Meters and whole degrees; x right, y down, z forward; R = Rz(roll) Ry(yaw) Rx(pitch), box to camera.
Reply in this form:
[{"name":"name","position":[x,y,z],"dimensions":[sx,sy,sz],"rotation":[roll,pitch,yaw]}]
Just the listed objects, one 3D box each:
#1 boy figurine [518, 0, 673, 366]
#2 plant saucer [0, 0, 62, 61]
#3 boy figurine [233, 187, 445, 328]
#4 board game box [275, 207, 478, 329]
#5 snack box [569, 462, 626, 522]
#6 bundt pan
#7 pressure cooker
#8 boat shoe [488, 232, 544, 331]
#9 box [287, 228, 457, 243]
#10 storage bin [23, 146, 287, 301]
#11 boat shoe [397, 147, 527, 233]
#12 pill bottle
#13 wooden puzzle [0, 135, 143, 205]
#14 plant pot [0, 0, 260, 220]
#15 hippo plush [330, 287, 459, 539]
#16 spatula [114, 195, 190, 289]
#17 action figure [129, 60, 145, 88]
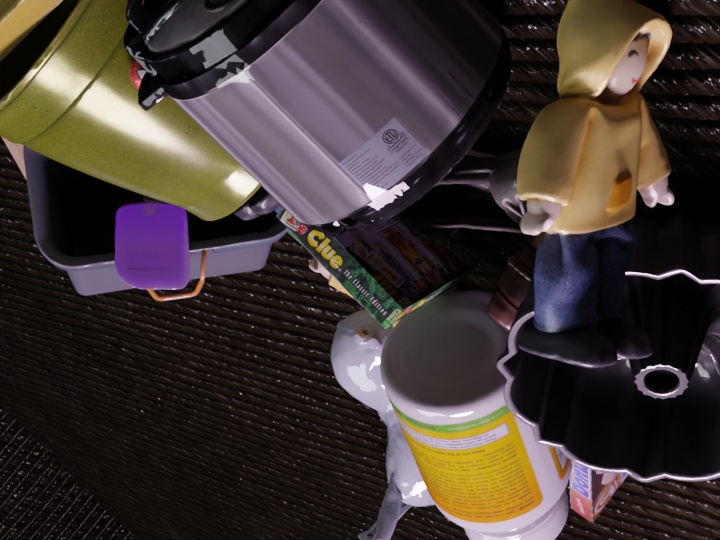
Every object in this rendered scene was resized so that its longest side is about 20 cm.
[{"name":"boy figurine","position":[0.134,-0.053,1.229],"dimensions":[0.064,0.201,0.124],"rotation":[14,-168,42]},{"name":"plant saucer","position":[-0.247,-0.225,1.514],"dimensions":[0.048,0.201,0.200],"rotation":[12,154,-31]},{"name":"boy figurine","position":[0.000,0.000,1.639],"dimensions":[0.200,0.064,0.124],"rotation":[45,161,-15]},{"name":"board game box","position":[0.015,-0.019,1.531],"dimensions":[0.105,0.023,0.200],"rotation":[43,-162,6]},{"name":"snack box","position":[0.187,0.125,1.700],"dimensions":[0.024,0.072,0.200],"rotation":[31,161,19]},{"name":"bundt pan","position":[0.187,0.040,1.377],"dimensions":[0.201,0.076,0.202],"rotation":[5,139,5]},{"name":"pressure cooker","position":[-0.029,-0.143,1.306],"dimensions":[0.200,0.176,0.178],"rotation":[43,159,-24]},{"name":"boat shoe","position":[0.139,0.034,1.508],"dimensions":[0.070,0.070,0.200],"rotation":[38,-179,33]},{"name":"box","position":[-0.004,-0.039,1.731],"dimensions":[0.117,0.048,0.200],"rotation":[41,164,-3]},{"name":"storage bin","position":[-0.151,-0.040,1.739],"dimensions":[0.134,0.199,0.146],"rotation":[97,164,-70]},{"name":"boat shoe","position":[0.093,-0.046,1.490],"dimensions":[0.067,0.057,0.200],"rotation":[48,161,-27]},{"name":"pill bottle","position":[0.091,0.118,1.610],"dimensions":[0.111,0.111,0.200],"rotation":[26,152,36]},{"name":"wooden puzzle","position":[-0.179,-0.104,1.788],"dimensions":[0.200,0.184,0.046],"rotation":[68,-171,-61]},{"name":"plant pot","position":[-0.147,-0.138,1.580],"dimensions":[0.193,0.201,0.200],"rotation":[33,166,-23]},{"name":"hippo plush","position":[0.042,0.098,1.783],"dimensions":[0.161,0.200,0.159],"rotation":[57,170,0]},{"name":"spatula","position":[-0.160,-0.085,1.664],"dimensions":[0.056,0.201,0.021],"rotation":[-1,163,-16]},{"name":"action figure","position":[-0.053,-0.126,1.459],"dimensions":[0.199,0.052,0.065],"rotation":[5,159,10]}]
